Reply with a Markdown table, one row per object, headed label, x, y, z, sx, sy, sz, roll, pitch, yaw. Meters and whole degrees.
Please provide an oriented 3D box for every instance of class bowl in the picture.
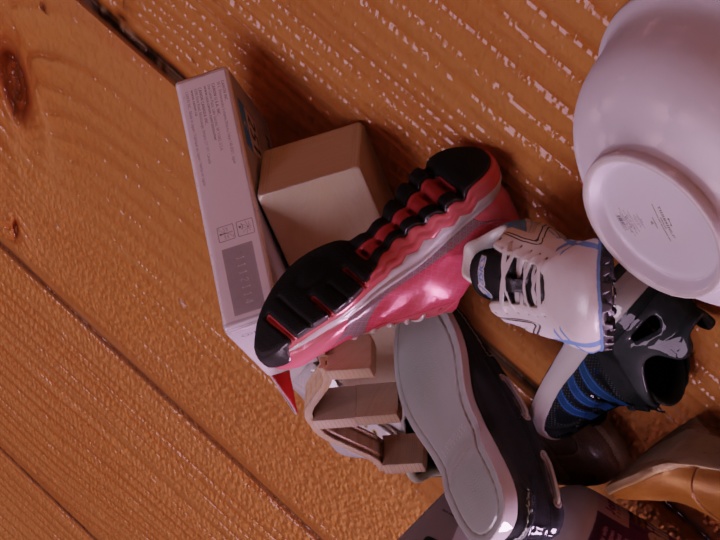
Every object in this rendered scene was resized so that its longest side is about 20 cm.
| label | x | y | z | sx | sy | sz | roll | pitch | yaw |
| --- | --- | --- | --- | --- | --- | --- | --- | --- | --- |
| bowl | 0.186 | -0.049 | 1.144 | 0.201 | 0.090 | 0.201 | 35 | 149 | 25 |

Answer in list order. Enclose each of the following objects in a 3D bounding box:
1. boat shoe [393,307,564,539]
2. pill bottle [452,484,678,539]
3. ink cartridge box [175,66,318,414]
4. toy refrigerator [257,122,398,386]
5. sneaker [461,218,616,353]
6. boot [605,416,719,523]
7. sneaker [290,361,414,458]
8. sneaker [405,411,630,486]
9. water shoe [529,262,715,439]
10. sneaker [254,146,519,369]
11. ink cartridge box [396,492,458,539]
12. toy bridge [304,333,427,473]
| label | x | y | z | sx | sy | sz | roll | pitch | yaw |
| --- | --- | --- | --- | --- | --- | --- | --- | --- | --- |
| boat shoe | 0.078 | 0.099 | 1.398 | 0.076 | 0.060 | 0.200 | -49 | 46 | 40 |
| pill bottle | 0.164 | 0.217 | 1.440 | 0.200 | 0.112 | 0.112 | 31 | 153 | -6 |
| ink cartridge box | -0.069 | -0.019 | 1.493 | 0.176 | 0.045 | 0.200 | 55 | -160 | -63 |
| toy refrigerator | 0.000 | 0.000 | 1.477 | 0.076 | 0.070 | 0.200 | -17 | 121 | 13 |
| sneaker | 0.108 | 0.009 | 1.252 | 0.200 | 0.072 | 0.072 | -150 | 58 | -79 |
| boot | 0.253 | 0.160 | 1.334 | 0.144 | 0.071 | 0.201 | 53 | 148 | -2 |
| sneaker | -0.005 | 0.079 | 1.611 | 0.116 | 0.074 | 0.200 | 10 | 147 | 48 |
| sneaker | 0.111 | 0.140 | 1.511 | 0.200 | 0.076 | 0.070 | -2 | 125 | 57 |
| water shoe | 0.166 | 0.071 | 1.347 | 0.079 | 0.072 | 0.200 | 39 | 152 | 14 |
| sneaker | 0.025 | 0.011 | 1.355 | 0.087 | 0.200 | 0.074 | 54 | 178 | -33 |
| ink cartridge box | 0.063 | 0.271 | 1.615 | 0.083 | 0.200 | 0.147 | 29 | 147 | 33 |
| toy bridge | -0.005 | 0.095 | 1.455 | 0.067 | 0.027 | 0.200 | -5 | 153 | 12 |
